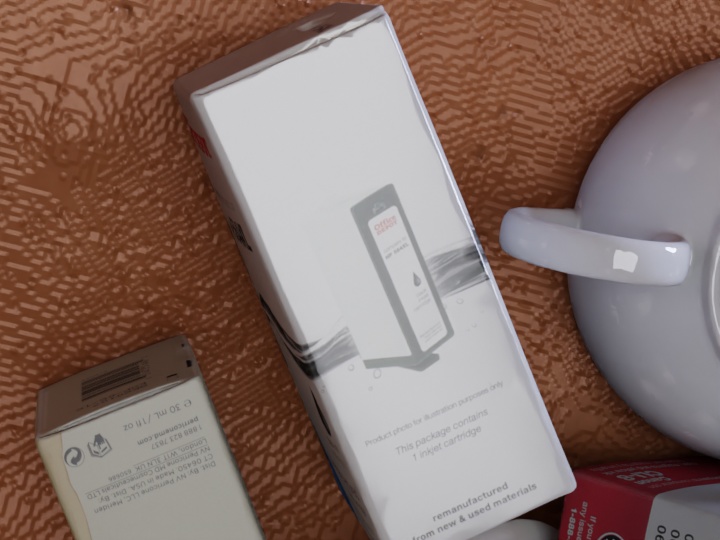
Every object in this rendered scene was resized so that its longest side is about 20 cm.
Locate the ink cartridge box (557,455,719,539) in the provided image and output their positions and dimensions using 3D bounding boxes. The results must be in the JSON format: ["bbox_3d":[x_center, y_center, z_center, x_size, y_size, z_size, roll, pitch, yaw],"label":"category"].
[{"bbox_3d":[0.193,0.171,0.792,0.144,0.199,0.146,4,97,-48],"label":"ink cartridge box"}]

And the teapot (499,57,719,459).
[{"bbox_3d":[0.186,-0.001,0.817,0.200,0.146,0.198,-37,102,-3],"label":"teapot"}]

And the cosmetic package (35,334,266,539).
[{"bbox_3d":[-0.068,0.137,0.809,0.073,0.104,0.201,-20,99,-5],"label":"cosmetic package"}]

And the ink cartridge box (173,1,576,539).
[{"bbox_3d":[0.000,0.000,0.782,0.084,0.146,0.201,-24,100,-5],"label":"ink cartridge box"}]

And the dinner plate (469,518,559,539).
[{"bbox_3d":[0.051,0.204,0.817,0.200,0.024,0.201,-23,122,-45],"label":"dinner plate"}]
